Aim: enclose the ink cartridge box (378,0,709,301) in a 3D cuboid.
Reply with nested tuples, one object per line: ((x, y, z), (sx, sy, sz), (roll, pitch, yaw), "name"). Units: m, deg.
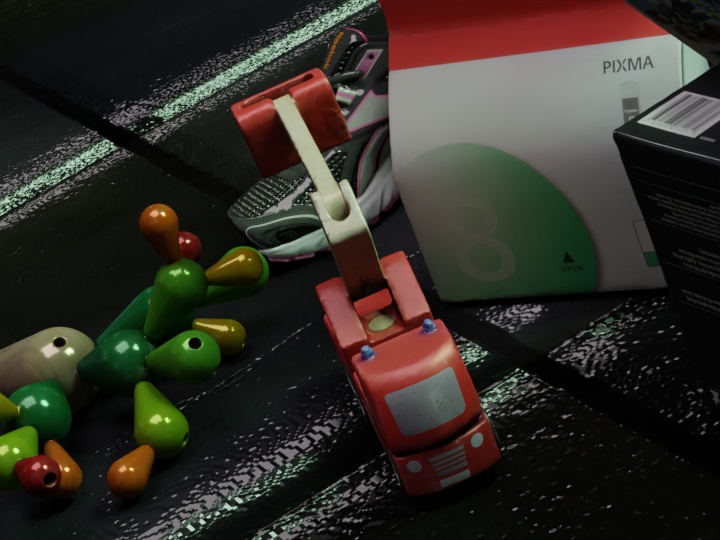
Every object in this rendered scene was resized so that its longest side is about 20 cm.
((0.082, -0.081, 0.996), (0.160, 0.200, 0.050), (-4, 33, 33), "ink cartridge box")

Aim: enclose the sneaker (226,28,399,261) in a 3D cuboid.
((-0.004, -0.090, 1.201), (0.200, 0.086, 0.080), (-42, 30, -22), "sneaker")

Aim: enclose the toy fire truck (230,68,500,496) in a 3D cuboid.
((0.000, 0.000, 0.974), (0.049, 0.141, 0.200), (-23, 26, -3), "toy fire truck")

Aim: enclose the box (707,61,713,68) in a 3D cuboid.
((0.229, -0.123, 0.994), (0.122, 0.106, 0.200), (-37, 10, -39), "box")

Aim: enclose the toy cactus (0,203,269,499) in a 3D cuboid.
((-0.137, 0.044, 1.073), (0.165, 0.102, 0.200), (-8, 36, 47), "toy cactus")

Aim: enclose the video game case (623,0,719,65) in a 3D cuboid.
((0.218, -0.069, 0.844), (0.022, 0.200, 0.182), (-60, 15, -6), "video game case")

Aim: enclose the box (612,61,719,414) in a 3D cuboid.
((0.202, 0.006, 0.807), (0.079, 0.142, 0.200), (-32, 28, -22), "box")
